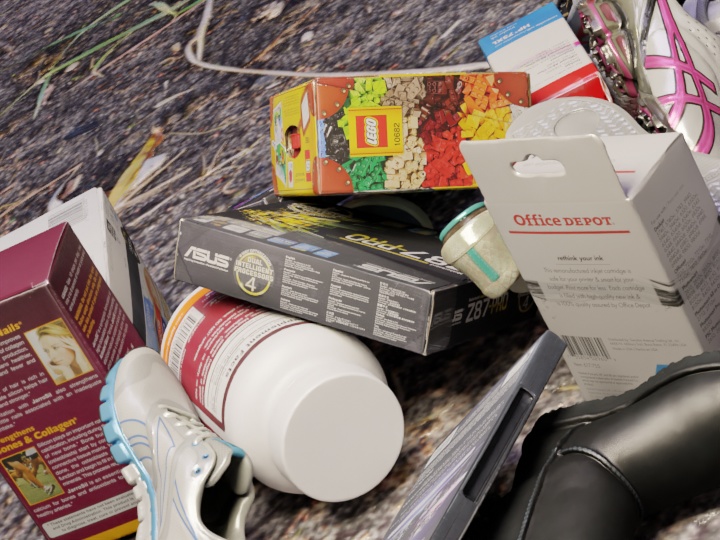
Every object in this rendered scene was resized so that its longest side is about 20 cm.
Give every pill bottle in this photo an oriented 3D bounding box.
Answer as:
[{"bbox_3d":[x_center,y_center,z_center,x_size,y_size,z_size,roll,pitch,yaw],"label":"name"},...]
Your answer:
[{"bbox_3d":[-0.050,0.079,1.411,0.113,0.113,0.200,-35,27,-12],"label":"pill bottle"}]

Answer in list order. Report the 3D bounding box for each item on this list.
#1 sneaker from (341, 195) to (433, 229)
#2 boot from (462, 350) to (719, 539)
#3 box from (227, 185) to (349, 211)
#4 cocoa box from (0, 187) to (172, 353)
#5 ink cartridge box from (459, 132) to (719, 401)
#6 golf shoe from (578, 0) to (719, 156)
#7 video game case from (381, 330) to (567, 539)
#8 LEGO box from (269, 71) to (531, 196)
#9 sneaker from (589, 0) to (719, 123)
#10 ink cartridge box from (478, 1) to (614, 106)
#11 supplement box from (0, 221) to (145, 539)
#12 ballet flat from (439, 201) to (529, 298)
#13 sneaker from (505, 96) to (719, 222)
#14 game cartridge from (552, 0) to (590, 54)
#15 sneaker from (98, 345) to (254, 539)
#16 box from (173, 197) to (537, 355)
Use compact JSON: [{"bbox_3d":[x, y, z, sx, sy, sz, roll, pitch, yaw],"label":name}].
[{"bbox_3d":[-0.035,0.014,1.567,0.199,0.075,0.085,-26,22,30],"label":"sneaker"},{"bbox_3d":[0.140,0.131,1.165,0.197,0.074,0.163,-19,24,37],"label":"boot"},{"bbox_3d":[-0.004,-0.081,1.671,0.199,0.036,0.143,-28,4,-17],"label":"box"},{"bbox_3d":[-0.218,0.054,1.610,0.133,0.132,0.200,-27,25,3],"label":"cocoa box"},{"bbox_3d":[0.154,-0.014,1.265,0.116,0.201,0.068,1,38,46],"label":"ink cartridge box"},{"bbox_3d":[0.221,-0.117,1.410,0.092,0.073,0.201,-25,66,1],"label":"golf shoe"},{"bbox_3d":[0.045,0.135,1.228,0.143,0.019,0.200,-51,4,44],"label":"video game case"},{"bbox_3d":[0.024,-0.093,1.489,0.148,0.078,0.200,-3,2,-10],"label":"LEGO box"},{"bbox_3d":[0.231,-0.162,1.560,0.114,0.076,0.200,-27,3,10],"label":"sneaker"},{"bbox_3d":[0.151,-0.099,1.522,0.067,0.117,0.200,-26,25,5],"label":"ink cartridge box"},{"bbox_3d":[-0.202,0.084,1.456,0.110,0.201,0.086,-22,25,15],"label":"supplement box"},{"bbox_3d":[0.108,-0.017,1.379,0.067,0.062,0.200,-45,-10,27],"label":"ballet flat"},{"bbox_3d":[0.177,-0.032,1.355,0.074,0.119,0.200,-43,47,-21],"label":"sneaker"},{"bbox_3d":[0.214,-0.209,1.617,0.132,0.041,0.200,-15,-9,-3],"label":"game cartridge"},{"bbox_3d":[-0.105,0.123,1.352,0.087,0.075,0.201,-42,50,29],"label":"sneaker"},{"bbox_3d":[0.000,0.000,1.428,0.199,0.049,0.161,16,17,29],"label":"box"}]
